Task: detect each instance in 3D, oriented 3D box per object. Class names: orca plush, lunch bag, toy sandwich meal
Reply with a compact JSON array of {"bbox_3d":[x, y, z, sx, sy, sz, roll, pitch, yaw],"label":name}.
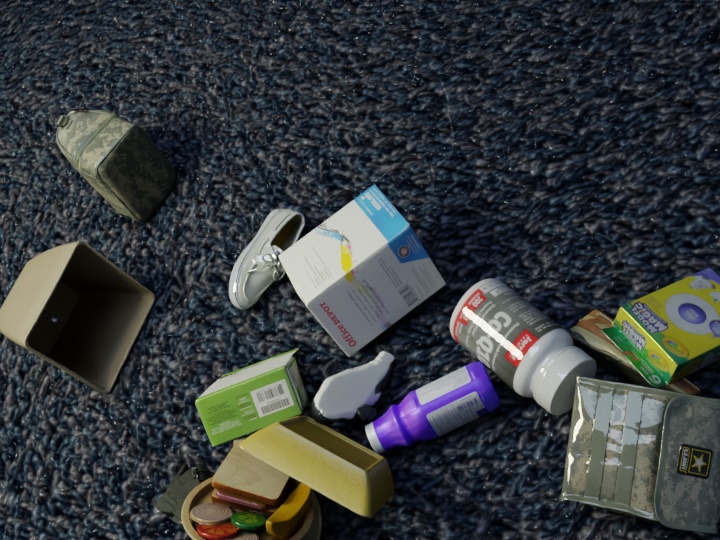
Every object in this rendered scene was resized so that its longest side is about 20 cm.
[{"bbox_3d":[-0.017,0.182,1.329,0.105,0.071,0.200,36,42,-1],"label":"orca plush"},{"bbox_3d":[0.371,0.234,1.111,0.198,0.117,0.166,7,83,24],"label":"lunch bag"},{"bbox_3d":[-0.483,-0.214,1.683,0.167,0.200,0.140,24,72,30],"label":"lunch bag"},{"bbox_3d":[-0.151,0.314,1.201,0.203,0.071,0.206,4,23,-2],"label":"toy sandwich meal"}]

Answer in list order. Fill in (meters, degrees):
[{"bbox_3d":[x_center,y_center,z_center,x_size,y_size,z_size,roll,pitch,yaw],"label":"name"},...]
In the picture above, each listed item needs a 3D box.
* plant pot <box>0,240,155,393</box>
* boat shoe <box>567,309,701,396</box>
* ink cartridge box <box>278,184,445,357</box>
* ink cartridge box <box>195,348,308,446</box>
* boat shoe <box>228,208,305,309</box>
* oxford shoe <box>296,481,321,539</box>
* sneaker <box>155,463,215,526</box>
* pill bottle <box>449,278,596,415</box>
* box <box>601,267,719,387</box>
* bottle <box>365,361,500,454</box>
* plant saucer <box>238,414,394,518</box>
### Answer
[{"bbox_3d":[-0.528,0.078,1.549,0.176,0.200,0.202,5,63,37],"label":"plant pot"},{"bbox_3d":[0.387,0.116,1.215,0.199,0.076,0.074,33,74,33],"label":"boat shoe"},{"bbox_3d":[0.000,0.000,1.380,0.199,0.148,0.145,-36,41,-1],"label":"ink cartridge box"},{"bbox_3d":[-0.158,0.191,1.356,0.146,0.200,0.077,-21,93,4],"label":"ink cartridge box"},{"bbox_3d":[-0.151,-0.020,1.509,0.086,0.075,0.203,5,56,43],"label":"boat shoe"},{"bbox_3d":[-0.102,0.332,1.300,0.074,0.058,0.202,-14,59,11],"label":"oxford shoe"},{"bbox_3d":[-0.243,0.340,1.298,0.199,0.076,0.092,5,67,54],"label":"sneaker"},{"bbox_3d":[0.234,0.109,1.252,0.114,0.114,0.200,-44,53,-7],"label":"pill bottle"},{"bbox_3d":[0.439,0.077,1.183,0.198,0.049,0.118,-22,52,-21],"label":"box"},{"bbox_3d":[0.104,0.207,1.271,0.198,0.084,0.066,-27,48,7],"label":"bottle"},{"bbox_3d":[-0.047,0.258,1.201,0.198,0.200,0.049,25,91,12],"label":"plant saucer"}]
